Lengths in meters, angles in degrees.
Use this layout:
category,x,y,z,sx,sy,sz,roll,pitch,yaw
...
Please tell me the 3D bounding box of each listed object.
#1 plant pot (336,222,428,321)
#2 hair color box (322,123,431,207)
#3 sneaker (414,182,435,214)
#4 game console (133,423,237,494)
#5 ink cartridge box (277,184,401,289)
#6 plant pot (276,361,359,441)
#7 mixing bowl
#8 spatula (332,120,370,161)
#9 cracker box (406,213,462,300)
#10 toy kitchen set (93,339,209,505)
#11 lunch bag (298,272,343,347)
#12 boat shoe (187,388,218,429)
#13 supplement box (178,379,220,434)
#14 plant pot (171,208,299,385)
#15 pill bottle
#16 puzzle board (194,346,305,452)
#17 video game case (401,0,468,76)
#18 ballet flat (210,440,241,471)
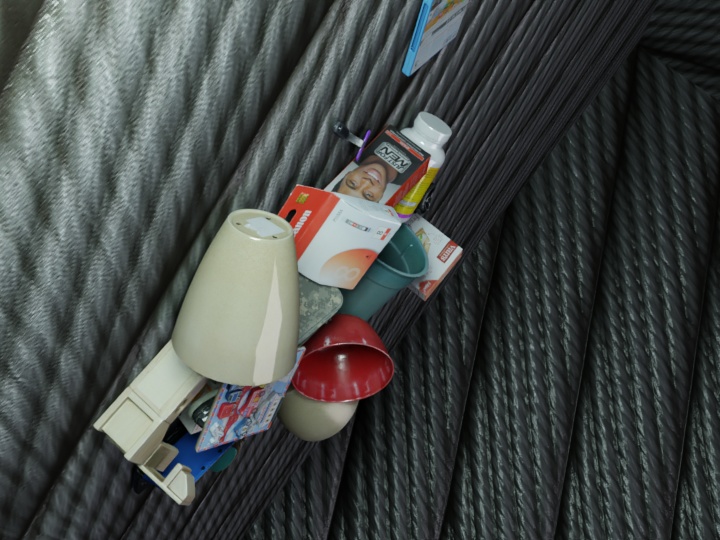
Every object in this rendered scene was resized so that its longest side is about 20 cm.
category,x,y,z,sx,sy,sz,roll,pitch,yaw
plant pot,0.000,0.000,1.637,0.197,0.200,0.200,-49,170,30
hair color box,0.025,-0.154,1.461,0.200,0.101,0.061,-48,167,-22
sneaker,0.084,-0.131,1.750,0.201,0.099,0.071,-56,169,25
game console,-0.326,0.362,1.594,0.200,0.118,0.172,-42,164,-35
ink cartridge box,-0.052,-0.050,1.341,0.198,0.050,0.163,8,132,-40
plant pot,-0.117,0.234,1.712,0.201,0.200,0.134,-51,138,-2
mixing bowl,-0.039,0.155,1.593,0.201,0.197,0.110,116,-26,-45
spatula,-0.014,-0.213,1.333,0.057,0.020,0.200,-66,164,5
cracker box,0.109,-0.050,1.831,0.134,0.199,0.058,-49,168,-10
toy kitchen set,-0.283,0.250,1.326,0.181,0.163,0.200,-49,168,-13
lunch bag,-0.148,0.079,1.431,0.200,0.140,0.167,-39,180,-41
boat shoe,-0.195,0.223,1.417,0.198,0.066,0.075,-18,147,-42
supplement box,-0.230,0.203,1.503,0.199,0.074,0.127,-13,142,-49
plant pot,-0.159,0.024,1.171,0.187,0.185,0.202,-32,143,-57
pill bottle,0.094,-0.198,1.584,0.201,0.104,0.104,-59,166,29
puzzle board,-0.177,0.211,1.343,0.149,0.017,0.202,-9,137,-42
video game case,0.133,-0.417,1.313,0.143,0.018,0.201,-44,166,-30
ballet flat,-0.298,0.378,1.905,0.073,0.067,0.202,-68,-177,-57
